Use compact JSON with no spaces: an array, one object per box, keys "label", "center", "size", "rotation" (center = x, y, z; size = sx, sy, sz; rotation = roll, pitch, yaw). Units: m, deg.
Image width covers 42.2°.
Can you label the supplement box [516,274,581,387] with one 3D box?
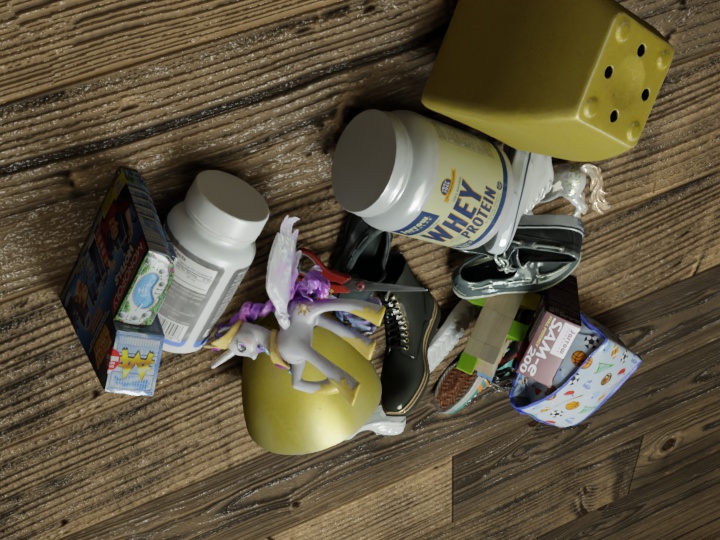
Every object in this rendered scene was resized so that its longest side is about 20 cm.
[{"label":"supplement box","center":[0.284,0.078,1.418],"size":[0.060,0.200,0.110],"rotation":[22,112,1]}]

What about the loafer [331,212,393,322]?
[{"label":"loafer","center":[0.000,0.000,1.268],"size":[0.067,0.071,0.202],"rotation":[-8,134,-25]}]

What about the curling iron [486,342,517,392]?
[{"label":"curling iron","center":[0.269,0.130,1.514],"size":[0.199,0.050,0.026],"rotation":[-39,-179,-34]}]

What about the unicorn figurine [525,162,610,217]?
[{"label":"unicorn figurine","center":[0.251,-0.107,1.321],"size":[0.197,0.074,0.139],"rotation":[-22,130,-7]}]

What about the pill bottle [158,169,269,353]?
[{"label":"pill bottle","center":[-0.193,-0.011,1.107],"size":[0.113,0.114,0.201],"rotation":[11,123,-38]}]

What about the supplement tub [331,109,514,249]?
[{"label":"supplement tub","center":[0.077,-0.112,1.150],"size":[0.198,0.146,0.146],"rotation":[11,124,-39]}]

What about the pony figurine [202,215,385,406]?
[{"label":"pony figurine","center":[-0.074,0.053,1.138],"size":[0.167,0.197,0.196],"rotation":[90,19,-74]}]

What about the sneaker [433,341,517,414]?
[{"label":"sneaker","center":[0.207,0.169,1.561],"size":[0.079,0.072,0.201],"rotation":[23,114,-39]}]

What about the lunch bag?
[{"label":"lunch bag","center":[0.363,0.179,1.631],"size":[0.169,0.124,0.201],"rotation":[25,106,-45]}]

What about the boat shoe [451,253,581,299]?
[{"label":"boat shoe","center":[0.229,-0.006,1.361],"size":[0.197,0.074,0.062],"rotation":[-14,161,1]}]

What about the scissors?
[{"label":"scissors","center":[-0.012,0.023,1.242],"size":[0.197,0.014,0.074],"rotation":[16,117,5]}]

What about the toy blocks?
[{"label":"toy blocks","center":[0.209,0.086,1.437],"size":[0.137,0.099,0.202],"rotation":[75,39,-69]}]

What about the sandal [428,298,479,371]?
[{"label":"sandal","center":[0.112,0.110,1.468],"size":[0.203,0.050,0.083],"rotation":[-47,154,-3]}]

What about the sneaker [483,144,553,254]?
[{"label":"sneaker","center":[0.216,-0.113,1.217],"size":[0.070,0.073,0.203],"rotation":[19,83,-13]}]

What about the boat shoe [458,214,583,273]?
[{"label":"boat shoe","center":[0.212,-0.032,1.294],"size":[0.197,0.069,0.074],"rotation":[0,158,27]}]

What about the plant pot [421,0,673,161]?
[{"label":"plant pot","center":[0.225,-0.229,1.044],"size":[0.194,0.199,0.197],"rotation":[15,100,-39]}]

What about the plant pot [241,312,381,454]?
[{"label":"plant pot","center":[-0.082,0.127,1.269],"size":[0.198,0.200,0.144],"rotation":[-23,122,-10]}]

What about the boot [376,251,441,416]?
[{"label":"boot","center":[0.047,0.089,1.320],"size":[0.076,0.202,0.139],"rotation":[-5,142,25]}]

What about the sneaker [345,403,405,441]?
[{"label":"sneaker","center":[-0.001,0.220,1.491],"size":[0.198,0.074,0.080],"rotation":[1,121,-40]}]

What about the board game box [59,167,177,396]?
[{"label":"board game box","center":[-0.258,0.028,1.037],"size":[0.061,0.201,0.201],"rotation":[11,125,-37]}]
